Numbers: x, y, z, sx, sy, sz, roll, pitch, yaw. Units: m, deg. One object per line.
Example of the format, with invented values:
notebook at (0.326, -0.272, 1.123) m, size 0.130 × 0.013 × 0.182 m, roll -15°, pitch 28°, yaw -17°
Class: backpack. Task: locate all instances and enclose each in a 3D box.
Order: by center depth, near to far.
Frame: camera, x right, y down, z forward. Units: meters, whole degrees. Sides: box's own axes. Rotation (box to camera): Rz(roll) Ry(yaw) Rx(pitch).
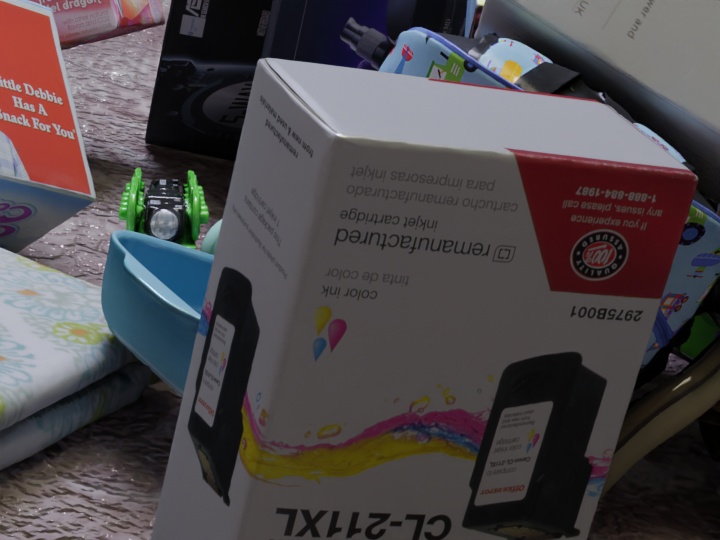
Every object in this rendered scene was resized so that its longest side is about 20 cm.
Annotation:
backpack at (0.067, -0.018, 0.891) m, size 0.182 × 0.135 × 0.200 m, roll 34°, pitch -1°, yaw 4°

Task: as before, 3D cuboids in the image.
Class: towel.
towel at (-0.192, 0.029, 0.884) m, size 0.170 × 0.049 × 0.200 m, roll 22°, pitch 19°, yaw 17°

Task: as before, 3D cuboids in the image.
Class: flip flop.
flip flop at (0.174, 0.053, 0.920) m, size 0.058 × 0.199 × 0.081 m, roll 53°, pitch -5°, yaw 8°

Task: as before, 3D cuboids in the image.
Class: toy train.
toy train at (-0.098, -0.017, 1.024) m, size 0.041 × 0.057 × 0.200 m, roll 3°, pitch 7°, yaw -6°

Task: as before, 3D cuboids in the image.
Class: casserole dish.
casserole dish at (-0.035, 0.038, 0.905) m, size 0.121 × 0.039 × 0.199 m, roll 37°, pitch 11°, yaw 37°

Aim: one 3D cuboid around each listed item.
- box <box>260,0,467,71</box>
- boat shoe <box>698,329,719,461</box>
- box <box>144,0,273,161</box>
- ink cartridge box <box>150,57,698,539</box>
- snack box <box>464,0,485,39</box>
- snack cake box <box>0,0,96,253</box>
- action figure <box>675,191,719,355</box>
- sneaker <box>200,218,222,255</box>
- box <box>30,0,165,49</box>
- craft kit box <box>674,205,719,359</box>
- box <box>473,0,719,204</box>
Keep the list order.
box at (0.011, -0.098, 1.158) m, size 0.140 × 0.202 × 0.079 m, roll 11°, pitch 19°, yaw -4°
boat shoe at (0.197, 0.062, 1.004) m, size 0.068 × 0.085 × 0.200 m, roll 9°, pitch 16°, yaw -2°
box at (-0.042, -0.132, 1.269) m, size 0.159 × 0.200 × 0.044 m, roll 11°, pitch 60°, yaw -7°
ink cartridge box at (0.019, 0.037, 0.754) m, size 0.145 × 0.201 × 0.083 m, roll 4°, pitch 22°, yaw -25°
snack box at (0.156, -0.163, 1.060) m, size 0.198 × 0.068 × 0.170 m, roll 7°, pitch 54°, yaw -2°
snack cake box at (-0.228, -0.086, 1.005) m, size 0.199 × 0.067 × 0.116 m, roll 13°, pitch 54°, yaw -53°
action figure at (0.140, -0.029, 1.086) m, size 0.118 × 0.103 × 0.200 m, roll -3°, pitch -25°, yaw 37°
sneaker at (0.000, 0.000, 1.077) m, size 0.199 × 0.078 × 0.140 m, roll 17°, pitch 14°, yaw -21°
box at (-0.231, -0.169, 1.236) m, size 0.198 × 0.095 × 0.103 m, roll -12°, pitch 6°, yaw 13°
craft kit box at (0.239, -0.031, 1.122) m, size 0.048 × 0.202 × 0.197 m, roll -2°, pitch 22°, yaw -38°
box at (0.184, -0.141, 0.924) m, size 0.199 × 0.200 × 0.131 m, roll 32°, pitch -5°, yaw 3°
